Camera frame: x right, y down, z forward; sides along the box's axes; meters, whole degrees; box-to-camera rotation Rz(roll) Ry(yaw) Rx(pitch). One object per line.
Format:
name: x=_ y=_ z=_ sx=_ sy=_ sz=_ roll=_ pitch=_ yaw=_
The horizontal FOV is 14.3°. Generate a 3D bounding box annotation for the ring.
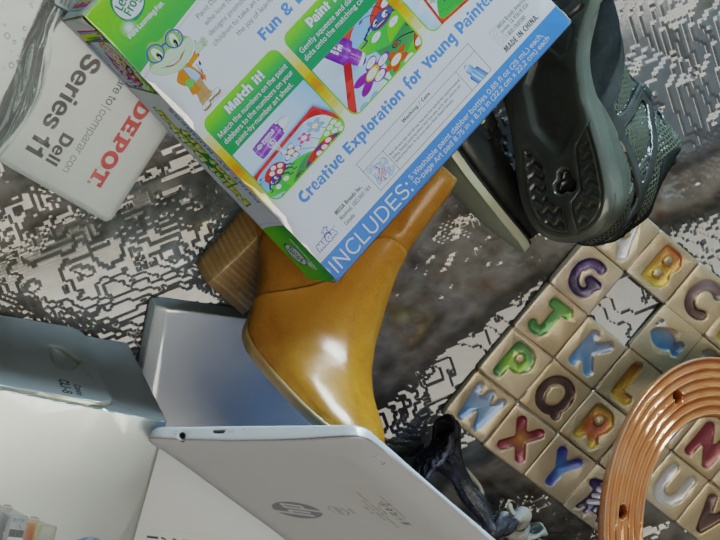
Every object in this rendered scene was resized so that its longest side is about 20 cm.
ring: x=0.203 y=0.151 z=1.696 sx=0.200 sy=0.019 sz=0.201 roll=4 pitch=85 yaw=-45

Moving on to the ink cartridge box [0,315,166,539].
ink cartridge box: x=-0.208 y=0.135 z=1.577 sx=0.145 sy=0.145 sz=0.200 roll=13 pitch=102 yaw=-17

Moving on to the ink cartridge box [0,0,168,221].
ink cartridge box: x=-0.184 y=-0.139 z=1.535 sx=0.200 sy=0.083 sz=0.147 roll=30 pitch=98 yaw=-21

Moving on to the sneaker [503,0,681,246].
sneaker: x=0.126 y=-0.109 z=1.631 sx=0.076 sy=0.114 sz=0.200 roll=-14 pitch=79 yaw=23

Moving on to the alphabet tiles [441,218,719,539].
alphabet tiles: x=0.174 y=0.077 z=1.729 sx=0.200 sy=0.008 sz=0.167 roll=38 pitch=94 yaw=-20

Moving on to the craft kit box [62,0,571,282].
craft kit box: x=-0.021 y=-0.132 z=1.518 sx=0.200 sy=0.049 sz=0.198 roll=-47 pitch=110 yaw=-15

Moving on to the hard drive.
hard drive: x=-0.076 y=0.121 z=1.669 sx=0.132 sy=0.026 sz=0.200 roll=8 pitch=104 yaw=-16

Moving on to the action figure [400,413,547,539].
action figure: x=0.084 y=0.184 z=1.683 sx=0.200 sy=0.119 sz=0.102 roll=47 pitch=50 yaw=-16

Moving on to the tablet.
tablet: x=-0.015 y=0.124 z=1.550 sx=0.200 sy=0.130 sz=0.014 roll=44 pitch=50 yaw=-54

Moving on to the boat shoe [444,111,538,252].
boat shoe: x=0.049 y=-0.095 z=1.611 sx=0.063 sy=0.074 sz=0.201 roll=-42 pitch=113 yaw=-11

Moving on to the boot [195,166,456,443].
boot: x=0.000 y=0.000 z=1.564 sx=0.144 sy=0.201 sz=0.071 roll=-43 pitch=136 yaw=6
